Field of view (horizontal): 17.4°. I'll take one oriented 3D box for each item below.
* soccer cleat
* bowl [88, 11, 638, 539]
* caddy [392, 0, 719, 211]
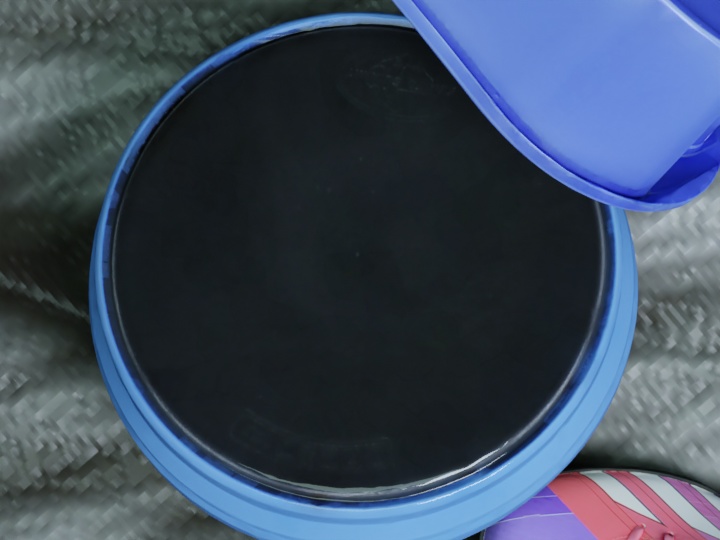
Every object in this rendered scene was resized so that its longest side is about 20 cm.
[{"bbox_3d":[0.138,0.122,0.849,0.198,0.073,0.069,18,96,6],"label":"soccer cleat"},{"bbox_3d":[0.000,0.000,0.838,0.199,0.039,0.202,-1,70,3],"label":"bowl"},{"bbox_3d":[0.067,-0.115,0.808,0.200,0.141,0.105,51,128,2],"label":"caddy"}]
